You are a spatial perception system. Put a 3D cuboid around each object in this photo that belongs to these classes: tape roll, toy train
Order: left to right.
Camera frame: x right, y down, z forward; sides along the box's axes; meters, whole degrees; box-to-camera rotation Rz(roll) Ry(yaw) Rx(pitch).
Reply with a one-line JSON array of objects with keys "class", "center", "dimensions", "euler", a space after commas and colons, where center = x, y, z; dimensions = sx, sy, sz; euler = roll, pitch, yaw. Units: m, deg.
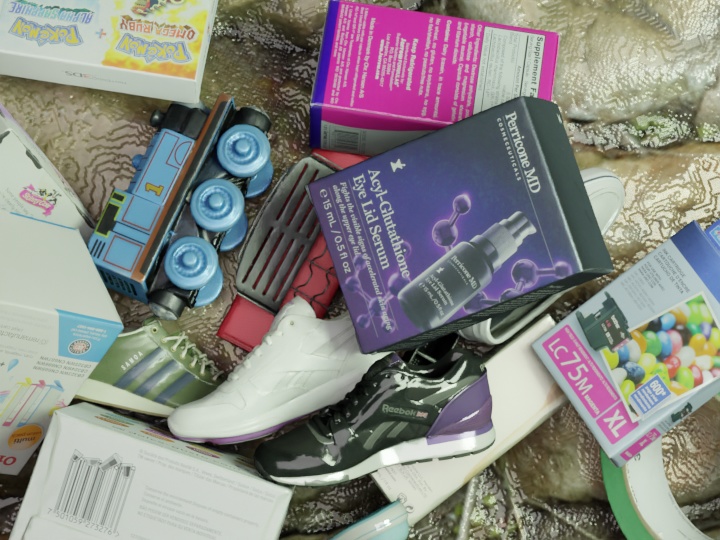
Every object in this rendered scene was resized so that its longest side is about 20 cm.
[{"class": "toy train", "center": [-0.150, -0.059, 1.750], "dimensions": [0.113, 0.087, 0.201], "euler": [22, 76, 6]}, {"class": "tape roll", "center": [0.283, 0.160, 1.692], "dimensions": [0.048, 0.200, 0.202], "euler": [-10, 85, -39]}]

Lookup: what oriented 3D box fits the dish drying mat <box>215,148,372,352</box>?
[{"class": "dish drying mat", "center": [-0.046, -0.015, 1.791], "dimensions": [0.076, 0.018, 0.201], "euler": [27, 88, 1]}]

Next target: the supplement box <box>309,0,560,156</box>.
[{"class": "supplement box", "center": [0.062, -0.151, 1.748], "dimensions": [0.198, 0.101, 0.104], "euler": [10, 73, 1]}]

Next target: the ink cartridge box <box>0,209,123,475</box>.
[{"class": "ink cartridge box", "center": [-0.309, 0.066, 1.677], "dimensions": [0.201, 0.128, 0.126], "euler": [-53, 47, 23]}]

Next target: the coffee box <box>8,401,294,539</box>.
[{"class": "coffee box", "center": [-0.177, 0.234, 1.686], "dimensions": [0.198, 0.198, 0.202], "euler": [19, 88, 1]}]

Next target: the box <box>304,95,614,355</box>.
[{"class": "box", "center": [0.080, -0.034, 1.642], "dimensions": [0.199, 0.104, 0.149], "euler": [-23, 82, 20]}]

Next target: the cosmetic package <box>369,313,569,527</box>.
[{"class": "cosmetic package", "center": [0.096, 0.124, 1.738], "dimensions": [0.199, 0.105, 0.071], "euler": [-38, 89, 0]}]

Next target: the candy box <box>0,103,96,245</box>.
[{"class": "candy box", "center": [-0.340, -0.033, 1.718], "dimensions": [0.199, 0.168, 0.072], "euler": [-37, 51, -2]}]

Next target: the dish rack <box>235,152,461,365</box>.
[{"class": "dish rack", "center": [0.000, 0.000, 1.757], "dimensions": [0.199, 0.055, 0.154], "euler": [29, 87, -10]}]

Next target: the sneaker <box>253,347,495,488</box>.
[{"class": "sneaker", "center": [0.007, 0.109, 1.634], "dimensions": [0.198, 0.076, 0.088], "euler": [-12, 108, -16]}]

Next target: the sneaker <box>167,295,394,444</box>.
[{"class": "sneaker", "center": [-0.070, 0.080, 1.700], "dimensions": [0.198, 0.075, 0.101], "euler": [-20, 93, -11]}]

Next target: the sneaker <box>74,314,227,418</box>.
[{"class": "sneaker", "center": [-0.166, 0.077, 1.760], "dimensions": [0.198, 0.067, 0.091], "euler": [12, 91, 4]}]

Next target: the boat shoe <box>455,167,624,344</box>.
[{"class": "boat shoe", "center": [0.161, -0.007, 1.740], "dimensions": [0.200, 0.065, 0.074], "euler": [-45, 126, -15]}]

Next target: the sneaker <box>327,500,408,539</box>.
[{"class": "sneaker", "center": [0.012, 0.278, 1.688], "dimensions": [0.079, 0.200, 0.131], "euler": [-24, 72, -36]}]

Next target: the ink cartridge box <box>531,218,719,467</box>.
[{"class": "ink cartridge box", "center": [0.247, 0.047, 1.637], "dimensions": [0.199, 0.042, 0.120], "euler": [-37, 64, 5]}]

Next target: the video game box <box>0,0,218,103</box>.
[{"class": "video game box", "center": [-0.220, -0.244, 1.766], "dimensions": [0.198, 0.047, 0.184], "euler": [8, 68, 1]}]
